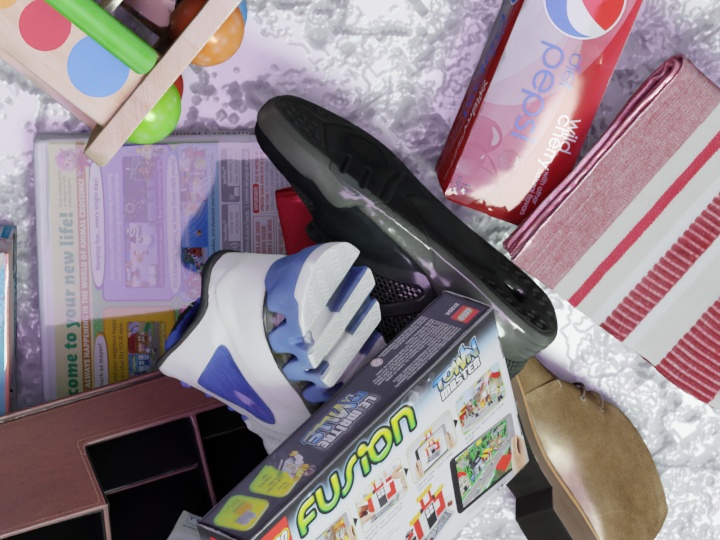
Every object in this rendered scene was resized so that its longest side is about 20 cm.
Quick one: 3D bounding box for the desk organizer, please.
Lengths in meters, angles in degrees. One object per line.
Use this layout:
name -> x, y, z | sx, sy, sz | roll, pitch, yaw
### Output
desk organizer -> -0.118, 0.110, 1.555 | 0.200, 0.077, 0.072 | -16, 140, -13

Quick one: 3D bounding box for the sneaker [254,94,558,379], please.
sneaker -> 0.000, 0.000, 1.547 | 0.199, 0.076, 0.114 | 43, 115, -4

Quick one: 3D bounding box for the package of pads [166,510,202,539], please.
package of pads -> -0.051, 0.243, 1.545 | 0.154, 0.068, 0.200 | 19, 122, 6

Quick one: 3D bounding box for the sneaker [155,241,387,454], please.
sneaker -> -0.039, 0.058, 1.508 | 0.115, 0.081, 0.200 | 12, 134, 33

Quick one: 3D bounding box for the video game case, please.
video game case -> -0.091, 0.020, 1.622 | 0.182, 0.022, 0.200 | -1, 105, -1

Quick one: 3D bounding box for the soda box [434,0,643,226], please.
soda box -> 0.107, -0.126, 1.564 | 0.063, 0.070, 0.200 | 20, 103, -8

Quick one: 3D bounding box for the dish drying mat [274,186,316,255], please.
dish drying mat -> 0.008, 0.041, 1.612 | 0.077, 0.018, 0.200 | -14, 108, -6

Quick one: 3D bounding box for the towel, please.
towel -> 0.188, -0.016, 1.582 | 0.200, 0.023, 0.144 | 36, 101, -35

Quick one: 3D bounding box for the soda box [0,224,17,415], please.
soda box -> -0.226, 0.077, 1.608 | 0.063, 0.068, 0.200 | 2, 105, -3

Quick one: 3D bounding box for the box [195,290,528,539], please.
box -> 0.006, 0.112, 1.457 | 0.200, 0.035, 0.110 | -42, 133, -33

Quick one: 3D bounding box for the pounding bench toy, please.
pounding bench toy -> -0.142, -0.140, 1.489 | 0.156, 0.200, 0.124 | 39, 100, -9

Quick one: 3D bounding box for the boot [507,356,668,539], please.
boot -> 0.106, 0.083, 1.631 | 0.075, 0.074, 0.200 | -32, 99, -24
